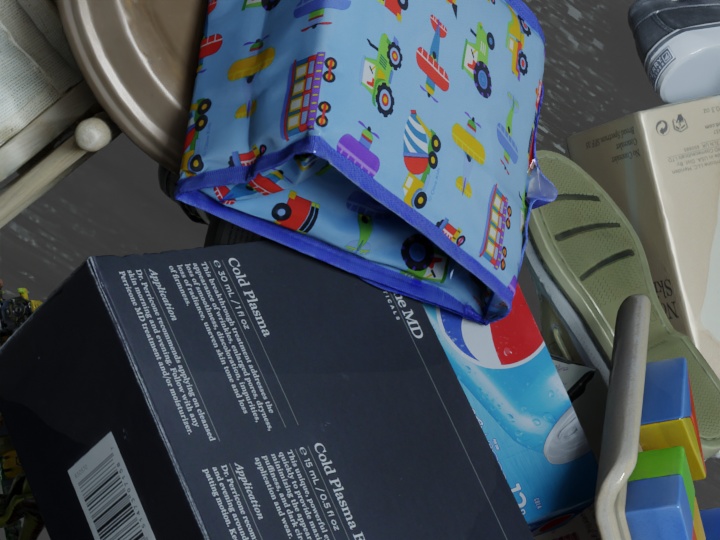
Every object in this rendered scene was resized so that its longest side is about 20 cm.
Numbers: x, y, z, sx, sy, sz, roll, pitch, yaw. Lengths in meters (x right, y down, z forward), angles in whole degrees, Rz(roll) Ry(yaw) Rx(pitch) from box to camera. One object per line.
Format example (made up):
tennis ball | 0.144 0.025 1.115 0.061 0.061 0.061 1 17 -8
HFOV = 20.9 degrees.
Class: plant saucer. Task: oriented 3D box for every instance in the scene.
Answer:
plant saucer | -0.051 -0.134 0.921 0.199 0.029 0.201 10 74 -35

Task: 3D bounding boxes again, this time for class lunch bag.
lunch bag | 0.026 -0.074 0.901 0.200 0.094 0.151 27 61 -39

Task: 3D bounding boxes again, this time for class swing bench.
swing bench | -0.196 -0.132 0.963 0.129 0.200 0.199 -34 98 20

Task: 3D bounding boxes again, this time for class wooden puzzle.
wooden puzzle | 0.155 0.136 0.961 0.046 0.185 0.201 -7 114 13

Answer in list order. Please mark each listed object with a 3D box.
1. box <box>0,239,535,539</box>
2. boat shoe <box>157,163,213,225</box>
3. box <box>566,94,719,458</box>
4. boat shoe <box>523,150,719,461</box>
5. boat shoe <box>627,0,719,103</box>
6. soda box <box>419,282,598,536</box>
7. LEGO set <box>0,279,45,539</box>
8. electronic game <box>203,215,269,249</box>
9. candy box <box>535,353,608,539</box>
box | -0.040 0.095 0.877 0.181 0.104 0.201 -7 65 -44
boat shoe | -0.024 -0.093 1.078 0.199 0.060 0.076 -31 124 -25
box | 0.194 0.005 1.140 0.077 0.095 0.201 -13 87 -23
boat shoe | 0.130 0.029 1.095 0.074 0.068 0.201 -11 64 -37
boat shoe | 0.250 -0.143 1.196 0.199 0.072 0.068 -6 57 -27
soda box | 0.048 0.037 0.970 0.064 0.068 0.201 -18 74 -19
LEGO set | -0.135 0.085 0.962 0.115 0.154 0.201 -13 76 4
electronic game | 0.000 0.000 1.065 0.199 0.042 0.201 -9 106 -34
candy box | 0.070 0.158 1.036 0.200 0.061 0.137 -42 121 -22
